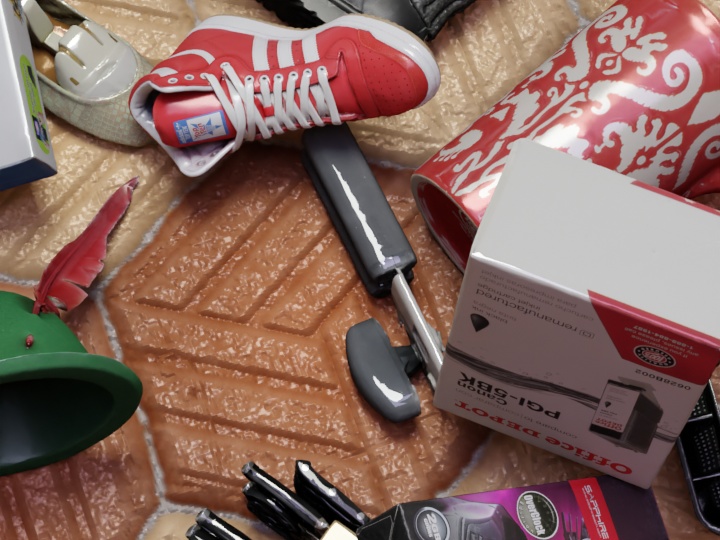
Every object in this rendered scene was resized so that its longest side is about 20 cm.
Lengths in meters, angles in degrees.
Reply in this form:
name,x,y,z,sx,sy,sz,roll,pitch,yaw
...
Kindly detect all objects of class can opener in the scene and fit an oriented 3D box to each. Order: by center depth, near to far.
name,x,y,z,sx,sy,sz,roll,pitch,yaw
can opener,0.000,0.000,1.281,0.067,0.053,0.200,-23,71,-12

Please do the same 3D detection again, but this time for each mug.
name,x,y,z,sx,sy,sz,roll,pitch,yaw
mug,0.154,-0.063,1.270,0.200,0.133,0.178,-37,63,-11

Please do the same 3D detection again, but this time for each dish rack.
name,x,y,z,sx,sy,sz,roll,pitch,yaw
dish rack,0.288,0.078,1.258,0.200,0.055,0.154,-12,71,0

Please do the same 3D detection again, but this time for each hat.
name,x,y,z,sx,sy,sz,roll,pitch,yaw
hat,-0.226,0.017,1.215,0.165,0.200,0.176,-22,68,11

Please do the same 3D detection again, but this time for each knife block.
name,x,y,z,sx,sy,sz,roll,pitch,yaw
knife block,-0.018,0.209,1.195,0.175,0.064,0.200,-8,70,-5

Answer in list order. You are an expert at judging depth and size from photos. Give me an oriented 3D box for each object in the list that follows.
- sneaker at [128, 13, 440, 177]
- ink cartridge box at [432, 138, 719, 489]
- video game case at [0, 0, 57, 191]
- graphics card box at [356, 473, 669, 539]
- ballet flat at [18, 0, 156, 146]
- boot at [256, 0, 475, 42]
name,x,y,z,sx,sy,sz,roll,pitch,yaw
sneaker,-0.054,-0.108,1.260,0.200,0.071,0.112,7,37,37
ink cartridge box,0.129,0.031,1.143,0.147,0.200,0.083,21,63,7
video game case,-0.307,-0.122,1.281,0.200,0.045,0.182,-16,75,8
graphics card box,0.102,0.188,1.165,0.200,0.051,0.126,-2,67,-37
ballet flat,-0.204,-0.149,1.323,0.200,0.062,0.067,32,71,9
boot,-0.004,-0.235,1.355,0.211,0.079,0.158,40,79,1
